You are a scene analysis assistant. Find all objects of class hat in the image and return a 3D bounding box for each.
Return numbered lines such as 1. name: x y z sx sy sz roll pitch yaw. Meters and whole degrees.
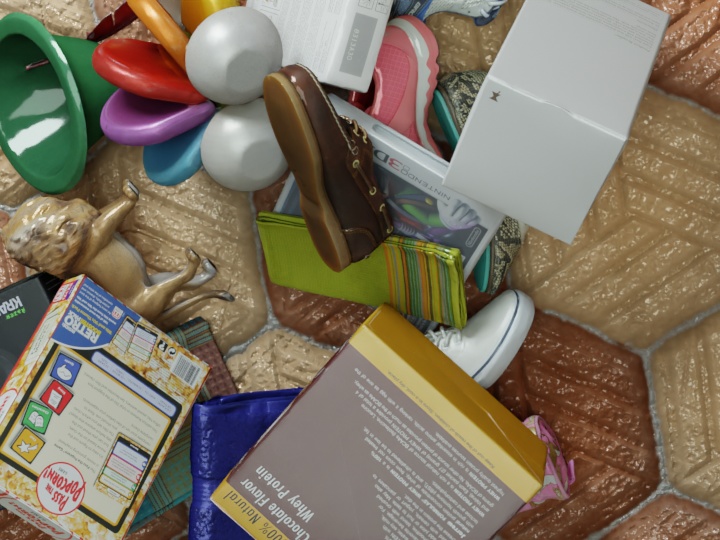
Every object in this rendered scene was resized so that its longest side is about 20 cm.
1. hat: -0.227 -0.177 1.474 0.200 0.176 0.166 -24 89 53

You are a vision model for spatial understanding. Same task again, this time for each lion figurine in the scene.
1. lion figurine: -0.220 -0.004 1.452 0.122 0.072 0.200 -43 109 2

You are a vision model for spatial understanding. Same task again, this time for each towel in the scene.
1. towel: 0.000 0.000 1.422 0.199 0.018 0.086 12 132 25
2. towel: -0.092 0.210 1.489 0.147 0.050 0.201 -1 99 -24
3. towel: -0.193 0.146 1.462 0.022 0.200 0.147 -13 103 55

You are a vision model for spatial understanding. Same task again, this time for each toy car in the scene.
1. toy car: -0.151 -0.157 1.361 0.149 0.175 0.201 -19 126 -17

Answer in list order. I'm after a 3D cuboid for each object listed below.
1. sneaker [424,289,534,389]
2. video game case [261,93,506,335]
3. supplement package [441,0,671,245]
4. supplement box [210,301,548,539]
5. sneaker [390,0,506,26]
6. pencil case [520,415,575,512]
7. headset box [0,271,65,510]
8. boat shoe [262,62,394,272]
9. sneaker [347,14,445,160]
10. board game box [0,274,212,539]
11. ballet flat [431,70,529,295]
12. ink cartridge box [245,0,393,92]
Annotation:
1. sneaker: 0.070 0.083 1.440 0.071 0.073 0.200 36 111 -25
2. video game case: 0.017 -0.042 1.406 0.181 0.023 0.200 31 140 2
3. supplement package: 0.163 -0.141 1.318 0.121 0.200 0.120 25 132 3
4. supplement box: 0.020 0.172 1.364 0.197 0.133 0.200 42 101 1
5. sneaker: 0.110 -0.263 1.391 0.199 0.077 0.085 -19 107 19
6. pencil case: 0.095 0.203 1.467 0.199 0.086 0.083 -25 78 13
7. headset box: -0.319 0.119 1.507 0.174 0.093 0.201 -22 97 12
8. boat shoe: -0.023 -0.092 1.318 0.070 0.070 0.200 -31 134 -15
9. sneaker: 0.019 -0.118 1.398 0.074 0.087 0.201 17 118 48
10. board game box: -0.237 0.129 1.393 0.151 0.046 0.200 39 61 -23
11. ballet flat: 0.120 -0.081 1.424 0.075 0.068 0.201 -15 97 -10
12. ink cartridge box: -0.033 -0.248 1.366 0.050 0.200 0.162 11 100 -28
